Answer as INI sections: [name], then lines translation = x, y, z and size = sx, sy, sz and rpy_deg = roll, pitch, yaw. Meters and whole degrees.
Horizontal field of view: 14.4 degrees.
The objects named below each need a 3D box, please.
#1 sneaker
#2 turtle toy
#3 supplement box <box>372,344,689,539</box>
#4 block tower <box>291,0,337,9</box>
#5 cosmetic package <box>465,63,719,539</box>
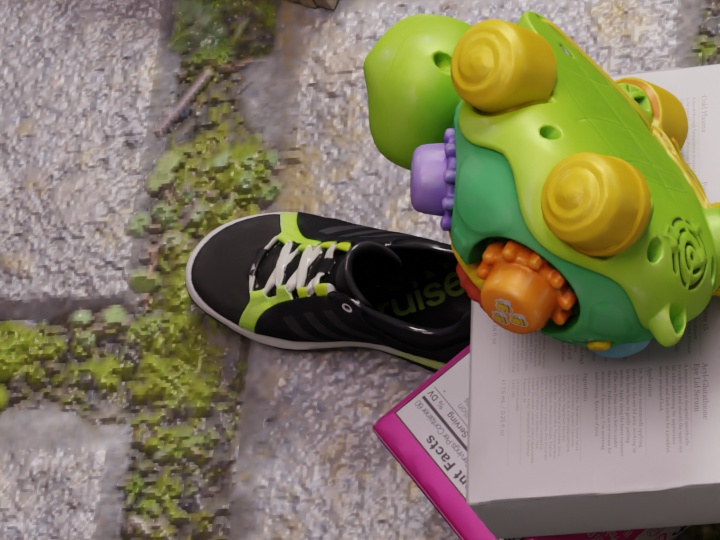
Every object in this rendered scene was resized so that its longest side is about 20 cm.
[sneaker]
translation = 0.000, 0.000, 1.381
size = 0.200, 0.083, 0.072
rpy_deg = 10, 69, 24
[turtle toy]
translation = 0.074, -0.039, 1.178
size = 0.101, 0.146, 0.200
rpy_deg = -46, 56, 20
[supplement box]
translation = 0.121, 0.059, 1.299
size = 0.200, 0.101, 0.103
rpy_deg = -39, 59, 0
[block tower]
translation = -0.090, -0.193, 1.523
size = 0.200, 0.054, 0.058
rpy_deg = 16, 73, 26
[cosmetic package]
translation = 0.126, 0.011, 1.231
size = 0.151, 0.052, 0.200
rpy_deg = -6, 64, 20
